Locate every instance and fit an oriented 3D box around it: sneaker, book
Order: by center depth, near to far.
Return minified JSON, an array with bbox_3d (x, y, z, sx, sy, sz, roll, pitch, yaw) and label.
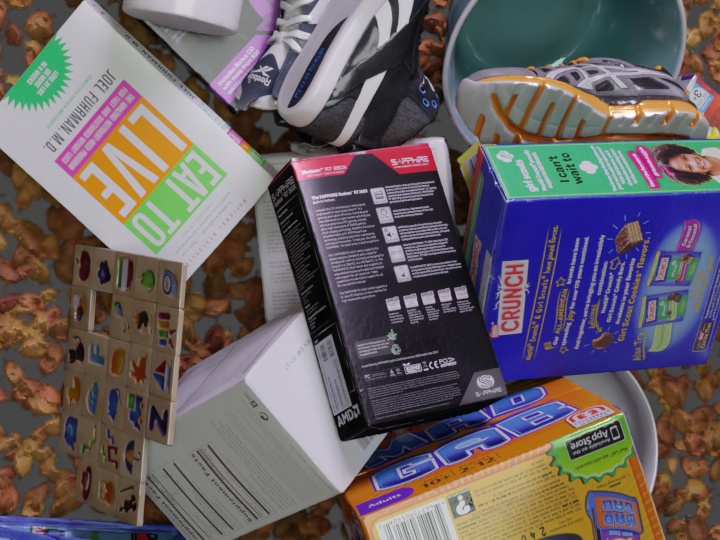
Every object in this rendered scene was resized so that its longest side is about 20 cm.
[{"bbox_3d":[0.030,-0.176,1.204,0.111,0.073,0.201,29,98,-33],"label":"sneaker"},{"bbox_3d":[0.162,-0.125,1.216,0.198,0.078,0.079,6,136,-20],"label":"sneaker"},{"bbox_3d":[-0.051,-0.181,1.240,0.129,0.079,0.201,-31,117,-19],"label":"sneaker"},{"bbox_3d":[-0.179,-0.095,1.257,0.200,0.048,0.134,42,106,-7],"label":"book"}]

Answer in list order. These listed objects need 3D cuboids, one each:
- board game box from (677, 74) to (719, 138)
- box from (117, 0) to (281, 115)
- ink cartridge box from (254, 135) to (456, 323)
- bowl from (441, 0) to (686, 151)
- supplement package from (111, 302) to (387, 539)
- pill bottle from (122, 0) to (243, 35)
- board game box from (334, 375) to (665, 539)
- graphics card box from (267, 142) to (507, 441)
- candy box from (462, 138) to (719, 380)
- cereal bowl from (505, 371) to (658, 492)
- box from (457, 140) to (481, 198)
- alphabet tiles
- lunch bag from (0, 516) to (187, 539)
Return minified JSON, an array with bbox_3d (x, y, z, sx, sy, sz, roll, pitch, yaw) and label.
[{"bbox_3d":[0.306,-0.060,1.338,0.199,0.105,0.103,37,87,-11],"label":"board game box"},{"bbox_3d":[-0.123,-0.245,1.281,0.200,0.036,0.143,43,86,-10],"label":"box"},{"bbox_3d":[0.000,0.000,1.292,0.159,0.050,0.202,-5,97,8],"label":"ink cartridge box"},{"bbox_3d":[0.146,-0.190,1.278,0.199,0.105,0.202,-8,127,-11],"label":"bowl"},{"bbox_3d":[-0.077,0.118,1.220,0.110,0.199,0.114,50,49,-9],"label":"supplement package"},{"bbox_3d":[-0.118,-0.284,1.204,0.113,0.114,0.202,10,91,-11],"label":"pill bottle"},{"bbox_3d":[0.105,0.213,1.188,0.198,0.200,0.202,-20,98,-7],"label":"board game box"},{"bbox_3d":[0.019,0.013,1.165,0.124,0.051,0.202,-9,74,-32],"label":"graphics card box"},{"bbox_3d":[0.178,-0.008,1.213,0.198,0.077,0.170,-3,127,-16],"label":"candy box"},{"bbox_3d":[0.141,0.146,1.332,0.198,0.083,0.202,-1,94,-10],"label":"cereal bowl"},{"bbox_3d":[0.163,-0.031,1.289,0.050,0.076,0.199,-40,125,21],"label":"box"},{"bbox_3d":[-0.185,0.087,1.234,0.007,0.166,0.202,2,94,-38],"label":"alphabet tiles"},{"bbox_3d":[-0.239,0.278,1.280,0.198,0.094,0.152,5,94,2],"label":"lunch bag"}]
